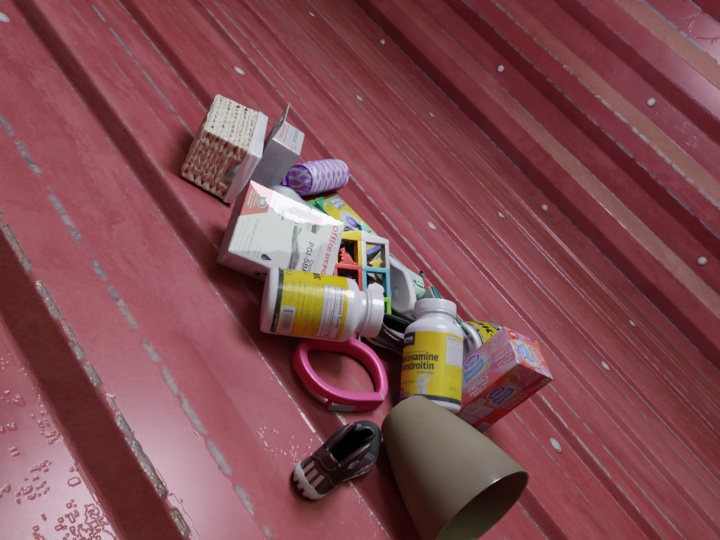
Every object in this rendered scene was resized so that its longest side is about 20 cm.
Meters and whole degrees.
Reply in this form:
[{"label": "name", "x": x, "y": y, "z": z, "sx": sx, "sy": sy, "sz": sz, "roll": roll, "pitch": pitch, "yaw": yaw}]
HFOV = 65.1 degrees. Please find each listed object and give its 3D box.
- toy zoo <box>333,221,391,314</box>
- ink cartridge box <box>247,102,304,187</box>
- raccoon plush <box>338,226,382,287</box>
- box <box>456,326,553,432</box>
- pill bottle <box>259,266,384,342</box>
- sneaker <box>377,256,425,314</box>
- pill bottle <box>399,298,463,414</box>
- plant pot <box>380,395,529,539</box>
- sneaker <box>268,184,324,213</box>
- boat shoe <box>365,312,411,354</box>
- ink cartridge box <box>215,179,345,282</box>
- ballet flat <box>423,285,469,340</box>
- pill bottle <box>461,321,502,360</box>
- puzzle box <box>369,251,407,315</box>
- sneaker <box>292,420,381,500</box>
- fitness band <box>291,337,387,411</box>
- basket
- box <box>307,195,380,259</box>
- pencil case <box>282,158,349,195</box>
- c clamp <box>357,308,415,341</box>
[{"label": "toy zoo", "x": 0.000, "y": 0.000, "z": 1.137, "sx": 0.130, "sy": 0.020, "sz": 0.202, "roll": 5, "pitch": 75, "yaw": -28}, {"label": "ink cartridge box", "x": -0.181, "y": -0.241, "z": 1.199, "sx": 0.068, "sy": 0.200, "sz": 0.116, "roll": 30, "pitch": 31, "yaw": -20}, {"label": "raccoon plush", "x": -0.050, "y": -0.020, "z": 1.153, "sx": 0.200, "sy": 0.097, "sz": 0.134, "roll": 42, "pitch": 33, "yaw": 24}, {"label": "box", "x": 0.259, "y": 0.216, "z": 1.109, "sx": 0.102, "sy": 0.200, "sz": 0.095, "roll": 24, "pitch": 35, "yaw": -26}, {"label": "pill bottle", "x": -0.066, "y": 0.062, "z": 0.960, "sx": 0.198, "sy": 0.112, "sz": 0.112, "roll": 10, "pitch": 38, "yaw": -14}, {"label": "sneaker", "x": 0.110, "y": 0.042, "z": 1.223, "sx": 0.118, "sy": 0.074, "sz": 0.201, "roll": 28, "pitch": 19, "yaw": -25}, {"label": "pill bottle", "x": 0.133, "y": 0.160, "z": 1.046, "sx": 0.111, "sy": 0.112, "sz": 0.202, "roll": 20, "pitch": 65, "yaw": -34}, {"label": "plant pot", "x": 0.124, "y": 0.299, "z": 0.881, "sx": 0.186, "sy": 0.188, "sz": 0.200, "roll": 10, "pitch": 29, "yaw": -44}, {"label": "sneaker", "x": -0.137, "y": -0.108, "z": 1.209, "sx": 0.076, "sy": 0.081, "sz": 0.200, "roll": 7, "pitch": -14, "yaw": 37}, {"label": "boat shoe", "x": 0.100, "y": 0.136, "z": 1.124, "sx": 0.199, "sy": 0.057, "sz": 0.067, "roll": 21, "pitch": 43, "yaw": -26}, {"label": "ink cartridge box", "x": -0.141, "y": -0.052, "z": 1.033, "sx": 0.199, "sy": 0.083, "sz": 0.148, "roll": 22, "pitch": 67, "yaw": -23}, {"label": "ballet flat", "x": 0.162, "y": 0.095, "z": 1.188, "sx": 0.069, "sy": 0.070, "sz": 0.200, "roll": 28, "pitch": 16, "yaw": -23}, {"label": "pill bottle", "x": 0.260, "y": 0.172, "z": 1.260, "sx": 0.199, "sy": 0.114, "sz": 0.115, "roll": 6, "pitch": 44, "yaw": -51}, {"label": "puzzle box", "x": 0.069, "y": 0.029, "z": 1.316, "sx": 0.133, "sy": 0.025, "sz": 0.200, "roll": 42, "pitch": 29, "yaw": 1}, {"label": "sneaker", "x": -0.001, "y": 0.255, "z": 0.826, "sx": 0.076, "sy": 0.116, "sz": 0.200, "roll": 48, "pitch": 30, "yaw": 14}, {"label": "fitness band", "x": -0.030, "y": 0.175, "z": 0.984, "sx": 0.199, "sy": 0.037, "sz": 0.144, "roll": 14, "pitch": 38, "yaw": -41}, {"label": "basket", "x": -0.280, "y": -0.258, "z": 1.171, "sx": 0.123, "sy": 0.136, "sz": 0.201, "roll": 25, "pitch": 32, "yaw": -23}, {"label": "box", "x": -0.039, "y": -0.107, "z": 1.350, "sx": 0.200, "sy": 0.048, "sz": 0.117, "roll": 43, "pitch": 28, "yaw": 6}, {"label": "pencil case", "x": -0.105, "y": -0.236, "z": 1.414, "sx": 0.085, "sy": 0.085, "sz": 0.200, "roll": 13, "pitch": 17, "yaw": 23}, {"label": "c clamp", "x": 0.074, "y": 0.134, "z": 1.171, "sx": 0.199, "sy": 0.027, "sz": 0.172, "roll": 25, "pitch": 42, "yaw": -22}]
